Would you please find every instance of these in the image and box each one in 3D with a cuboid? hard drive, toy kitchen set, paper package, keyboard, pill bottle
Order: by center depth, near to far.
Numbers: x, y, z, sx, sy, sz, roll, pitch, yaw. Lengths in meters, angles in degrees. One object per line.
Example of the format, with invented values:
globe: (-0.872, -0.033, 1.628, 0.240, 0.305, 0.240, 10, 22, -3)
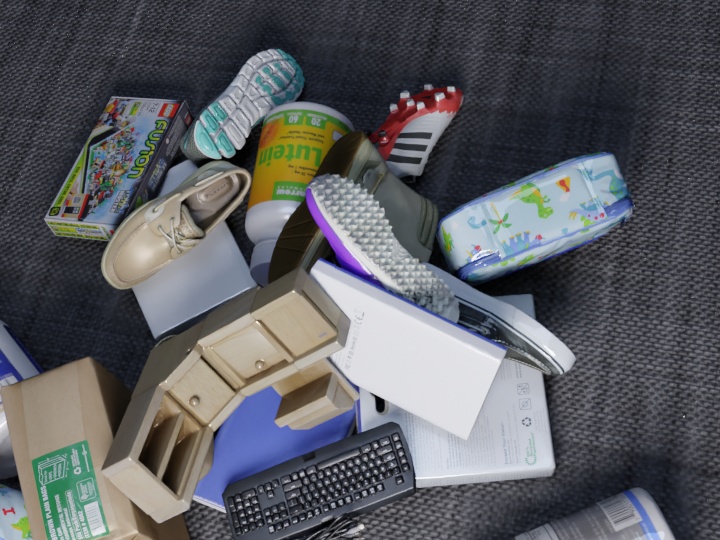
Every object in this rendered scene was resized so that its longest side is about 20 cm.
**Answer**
pill bottle: (0.195, 0.291, 1.070, 0.200, 0.114, 0.114, -23, 62, -1)
toy kitchen set: (-0.097, 0.142, 1.087, 0.200, 0.163, 0.180, -29, 27, 27)
hard drive: (0.034, 0.079, 1.126, 0.200, 0.132, 0.025, 26, 47, 10)
keyboard: (-0.040, 0.228, 1.131, 0.200, 0.040, 0.104, -24, 72, 9)
paper package: (-0.262, 0.212, 1.148, 0.103, 0.191, 0.200, -23, 63, 1)
hard drive: (-0.080, 0.172, 1.220, 0.132, 0.025, 0.200, 17, 68, 18)
pill bottle: (-0.419, 0.121, 1.262, 0.120, 0.120, 0.200, -40, 64, -10)
pill bottle: (-0.071, -0.081, 1.303, 0.111, 0.111, 0.200, 2, 65, 11)
hard drive: (-0.217, -0.026, 1.350, 0.132, 0.027, 0.200, -27, 62, -4)

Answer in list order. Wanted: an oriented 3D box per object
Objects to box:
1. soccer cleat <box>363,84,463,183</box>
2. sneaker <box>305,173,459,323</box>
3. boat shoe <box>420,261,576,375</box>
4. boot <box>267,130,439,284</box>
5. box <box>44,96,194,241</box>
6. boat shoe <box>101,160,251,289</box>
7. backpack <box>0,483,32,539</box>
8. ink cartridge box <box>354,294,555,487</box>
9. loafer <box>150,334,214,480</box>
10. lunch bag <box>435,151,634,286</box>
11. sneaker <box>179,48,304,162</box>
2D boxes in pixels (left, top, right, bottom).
soccer cleat: (0.058, -0.151, 1.344, 0.069, 0.085, 0.200, 10, 40, 38)
sneaker: (0.000, 0.000, 1.144, 0.200, 0.100, 0.070, 50, 42, -2)
boat shoe: (0.123, 0.065, 1.177, 0.200, 0.072, 0.071, 28, 76, 28)
boot: (-0.001, -0.028, 1.232, 0.072, 0.155, 0.200, 1, 57, 51)
box: (-0.290, -0.125, 1.385, 0.110, 0.035, 0.200, 6, 56, 21)
boat shoe: (-0.208, -0.053, 1.298, 0.200, 0.072, 0.065, -41, 24, -16)
backpack: (-0.373, 0.313, 1.126, 0.183, 0.147, 0.200, -20, 63, 35)
ink cartridge box: (0.093, 0.126, 1.203, 0.200, 0.041, 0.200, -3, 64, 2)
loafer: (-0.195, 0.136, 1.219, 0.076, 0.067, 0.200, -24, 43, 5)
lunch bag: (0.184, -0.052, 1.218, 0.200, 0.161, 0.082, -22, 85, -3)
sneaker: (-0.151, -0.200, 1.399, 0.200, 0.091, 0.078, -45, 106, -34)
